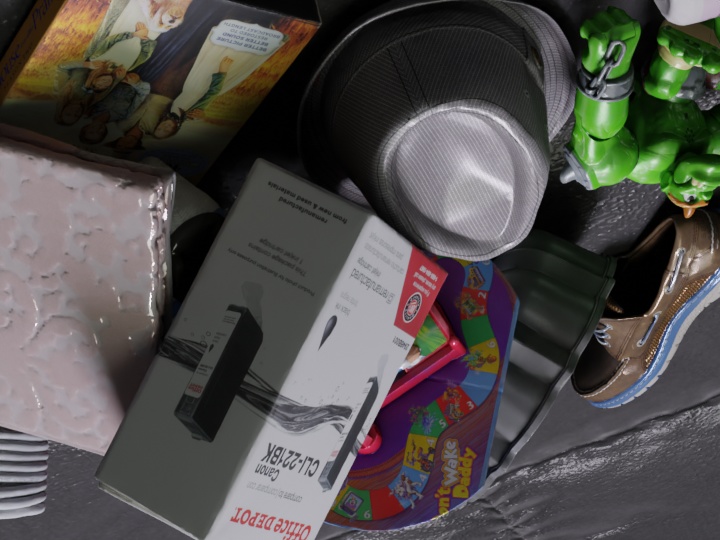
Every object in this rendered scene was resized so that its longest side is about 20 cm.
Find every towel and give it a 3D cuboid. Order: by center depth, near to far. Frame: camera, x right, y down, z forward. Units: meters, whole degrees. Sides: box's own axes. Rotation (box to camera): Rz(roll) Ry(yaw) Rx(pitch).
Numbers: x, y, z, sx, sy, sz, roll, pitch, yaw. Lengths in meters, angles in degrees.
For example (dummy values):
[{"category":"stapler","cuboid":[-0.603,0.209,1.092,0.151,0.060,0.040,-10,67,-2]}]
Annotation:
[{"category":"towel","cuboid":[-0.194,0.007,0.956,0.189,0.032,0.201,15,124,13]}]

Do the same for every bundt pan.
[{"category":"bundt pan","cuboid":[0.088,0.056,1.148,0.075,0.202,0.202,31,137,-3]}]

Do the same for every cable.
[{"category":"cable","cuboid":[-0.304,0.120,1.117,0.198,0.070,0.200,6,174,22]}]

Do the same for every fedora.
[{"category":"fedora","cuboid":[0.055,-0.070,0.994,0.176,0.091,0.200,-22,142,4]}]

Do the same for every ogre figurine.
[{"category":"ogre figurine","cuboid":[0.197,-0.104,1.017,0.199,0.098,0.120,-28,150,-46]}]

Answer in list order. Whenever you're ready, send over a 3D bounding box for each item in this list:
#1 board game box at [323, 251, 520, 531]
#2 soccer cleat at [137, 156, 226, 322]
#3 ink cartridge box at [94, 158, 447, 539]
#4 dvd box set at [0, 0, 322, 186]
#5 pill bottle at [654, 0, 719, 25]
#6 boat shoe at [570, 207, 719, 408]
[{"category":"board game box","cuboid":[0.010,0.059,1.047,0.157,0.202,0.039,9,167,16]},{"category":"soccer cleat","cuboid":[-0.103,0.010,1.023,0.070,0.086,0.201,-30,147,-19]},{"category":"ink cartridge box","cuboid":[-0.047,0.058,0.963,0.201,0.083,0.144,-62,156,-2]},{"category":"dvd box set","cuboid":[-0.133,-0.099,0.950,0.145,0.030,0.200,10,140,-34]},{"category":"pill bottle","cuboid":[0.239,-0.204,0.856,0.198,0.113,0.113,-16,148,3]},{"category":"boat shoe","cuboid":[0.202,0.023,1.242,0.072,0.073,0.201,11,130,-27]}]
